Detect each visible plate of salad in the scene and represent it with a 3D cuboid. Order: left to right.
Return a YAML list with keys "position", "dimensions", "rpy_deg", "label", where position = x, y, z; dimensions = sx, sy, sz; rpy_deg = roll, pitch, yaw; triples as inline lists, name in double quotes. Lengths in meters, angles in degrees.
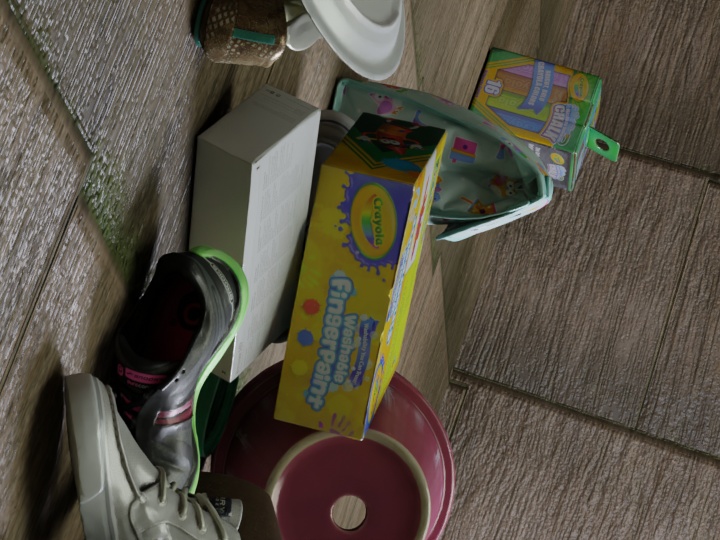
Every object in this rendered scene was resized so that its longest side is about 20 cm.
- position: [-0.025, -0.211, 1.241]
  dimensions: [0.200, 0.048, 0.200]
  rpy_deg: [49, 31, -45]
  label: "plate of salad"

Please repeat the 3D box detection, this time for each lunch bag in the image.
- position: [0.074, -0.089, 1.758]
  dimensions: [0.170, 0.200, 0.122]
  rpy_deg: [1, 105, -82]
  label: "lunch bag"

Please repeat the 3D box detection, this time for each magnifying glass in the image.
- position: [-0.103, 0.055, 1.515]
  dimensions: [0.080, 0.022, 0.200]
  rpy_deg: [-57, 160, -60]
  label: "magnifying glass"

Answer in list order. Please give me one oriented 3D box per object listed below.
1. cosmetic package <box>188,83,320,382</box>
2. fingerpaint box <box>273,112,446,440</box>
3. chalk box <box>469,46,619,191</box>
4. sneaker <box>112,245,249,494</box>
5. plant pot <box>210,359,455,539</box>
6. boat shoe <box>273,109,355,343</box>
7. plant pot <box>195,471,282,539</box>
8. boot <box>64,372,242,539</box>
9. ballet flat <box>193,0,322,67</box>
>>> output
- position: [-0.079, -0.024, 1.378]
  dimensions: [0.083, 0.051, 0.200]
  rpy_deg: [-45, 154, -44]
  label: "cosmetic package"
- position: [0.000, 0.000, 1.483]
  dimensions: [0.167, 0.073, 0.200]
  rpy_deg: [-61, 163, -69]
  label: "fingerpaint box"
- position: [0.251, -0.196, 2.643]
  dimensions: [0.124, 0.200, 0.124]
  rpy_deg: [84, 24, -68]
  label: "chalk box"
- position: [-0.135, 0.077, 1.252]
  dimensions: [0.084, 0.077, 0.200]
  rpy_deg: [24, 79, -63]
  label: "sneaker"
- position: [-0.018, 0.170, 1.555]
  dimensions: [0.179, 0.200, 0.200]
  rpy_deg: [-145, -108, -84]
  label: "plant pot"
- position: [-0.045, -0.030, 1.579]
  dimensions: [0.070, 0.071, 0.200]
  rpy_deg: [-64, 174, -59]
  label: "boat shoe"
- position: [-0.118, 0.246, 1.363]
  dimensions: [0.187, 0.187, 0.200]
  rpy_deg: [89, 6, -63]
  label: "plant pot"
- position: [-0.120, 0.141, 1.194]
  dimensions: [0.074, 0.096, 0.200]
  rpy_deg: [-114, -165, -57]
  label: "boot"
- position: [-0.049, -0.166, 1.293]
  dimensions: [0.200, 0.065, 0.071]
  rpy_deg: [-54, 159, -65]
  label: "ballet flat"
